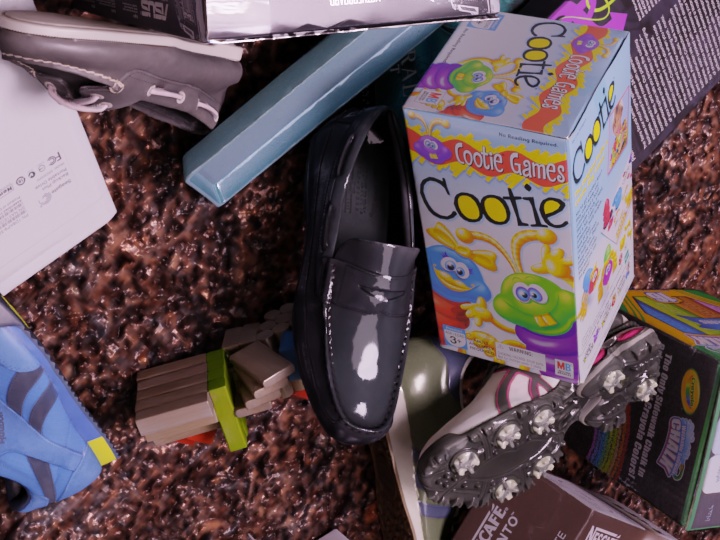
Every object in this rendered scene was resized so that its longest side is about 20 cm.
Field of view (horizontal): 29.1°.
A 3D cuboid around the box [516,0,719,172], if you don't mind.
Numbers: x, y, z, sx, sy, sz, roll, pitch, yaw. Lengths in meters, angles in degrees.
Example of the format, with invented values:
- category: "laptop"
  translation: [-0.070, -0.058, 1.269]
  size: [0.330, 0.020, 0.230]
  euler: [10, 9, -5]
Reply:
- category: "box"
  translation: [0.186, -0.160, 0.932]
  size: [0.200, 0.036, 0.143]
  euler: [-45, 127, -20]

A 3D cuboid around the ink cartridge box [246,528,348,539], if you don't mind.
- category: "ink cartridge box"
  translation: [0.000, 0.261, 0.947]
  size: [0.067, 0.117, 0.201]
  euler: [-29, 121, -19]

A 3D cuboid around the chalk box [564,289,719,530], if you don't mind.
- category: "chalk box"
  translation: [0.252, 0.102, 0.986]
  size: [0.123, 0.200, 0.126]
  euler: [0, 108, -31]

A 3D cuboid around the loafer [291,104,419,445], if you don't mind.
- category: "loafer"
  translation: [0.000, 0.000, 0.818]
  size: [0.068, 0.070, 0.202]
  euler: [7, 74, -28]

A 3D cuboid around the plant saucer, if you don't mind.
- category: "plant saucer"
  translation: [-0.021, -0.113, 0.815]
  size: [0.200, 0.019, 0.070]
  euler: [-38, 165, 3]

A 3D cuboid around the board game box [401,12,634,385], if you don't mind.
- category: "board game box"
  translation: [0.103, -0.044, 0.854]
  size: [0.105, 0.102, 0.201]
  euler: [-56, 149, -37]

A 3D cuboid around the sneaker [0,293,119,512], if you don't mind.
- category: "sneaker"
  translation: [-0.201, 0.071, 0.764]
  size: [0.078, 0.066, 0.201]
  euler: [-35, 142, -14]

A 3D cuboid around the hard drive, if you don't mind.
- category: "hard drive"
  translation: [-0.210, -0.067, 0.713]
  size: [0.132, 0.027, 0.201]
  euler: [-38, 143, -21]

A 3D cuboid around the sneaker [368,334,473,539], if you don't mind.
- category: "sneaker"
  translation: [0.057, 0.135, 0.963]
  size: [0.089, 0.067, 0.201]
  euler: [-18, 113, -18]

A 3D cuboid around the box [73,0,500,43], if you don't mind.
- category: "box"
  translation: [-0.046, -0.156, 0.716]
  size: [0.157, 0.200, 0.050]
  euler: [-11, 109, -27]

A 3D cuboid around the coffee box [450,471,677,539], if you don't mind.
- category: "coffee box"
  translation: [0.143, 0.212, 0.999]
  size: [0.115, 0.080, 0.200]
  euler: [-59, 146, 0]

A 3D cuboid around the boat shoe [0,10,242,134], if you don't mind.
- category: "boat shoe"
  translation: [-0.120, -0.099, 0.726]
  size: [0.200, 0.066, 0.057]
  euler: [-12, 115, -67]

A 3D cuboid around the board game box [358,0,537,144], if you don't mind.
- category: "board game box"
  translation: [0.058, -0.180, 0.872]
  size: [0.135, 0.028, 0.201]
  euler: [-16, 115, -25]

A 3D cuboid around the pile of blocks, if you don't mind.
- category: "pile of blocks"
  translation: [-0.047, 0.067, 0.870]
  size: [0.199, 0.082, 0.062]
  euler: [-28, 120, -19]

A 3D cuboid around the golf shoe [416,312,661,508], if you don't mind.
- category: "golf shoe"
  translation: [0.107, 0.086, 0.921]
  size: [0.199, 0.088, 0.078]
  euler: [-26, 136, -27]
